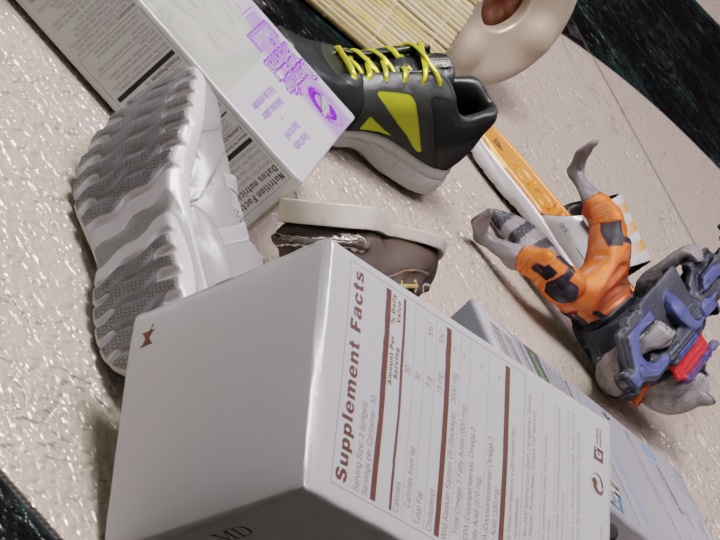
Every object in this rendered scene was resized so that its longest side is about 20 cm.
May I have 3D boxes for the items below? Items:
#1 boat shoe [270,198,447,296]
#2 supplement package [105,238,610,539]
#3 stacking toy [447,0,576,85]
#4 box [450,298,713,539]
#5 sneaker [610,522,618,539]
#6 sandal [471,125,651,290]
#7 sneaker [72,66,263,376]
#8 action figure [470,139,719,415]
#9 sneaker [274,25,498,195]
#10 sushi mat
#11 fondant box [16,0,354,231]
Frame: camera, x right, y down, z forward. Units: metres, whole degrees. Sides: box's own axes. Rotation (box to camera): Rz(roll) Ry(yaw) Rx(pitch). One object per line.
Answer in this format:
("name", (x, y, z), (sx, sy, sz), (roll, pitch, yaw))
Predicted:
("boat shoe", (0.000, 0.000, 1.254), (0.200, 0.072, 0.060), (19, 76, -75))
("supplement package", (0.005, 0.092, 0.986), (0.200, 0.117, 0.117), (33, 50, -38))
("stacking toy", (0.059, -0.244, 1.751), (0.146, 0.146, 0.200), (25, 13, -49))
("box", (0.134, 0.121, 1.330), (0.200, 0.041, 0.156), (38, 17, -29))
("sneaker", (0.066, 0.113, 1.175), (0.200, 0.078, 0.085), (48, 21, -9))
("sandal", (0.155, -0.042, 1.647), (0.207, 0.059, 0.079), (50, 21, -2))
("sneaker", (-0.087, -0.012, 1.098), (0.082, 0.075, 0.200), (42, 33, -39))
("action figure", (0.182, 0.011, 1.559), (0.200, 0.105, 0.194), (-32, 88, -44))
("sneaker", (0.010, -0.119, 1.440), (0.200, 0.085, 0.075), (24, 32, -50))
("sushi mat", (0.000, -0.214, 1.589), (0.200, 0.096, 0.012), (37, -15, -31))
("fondant box", (-0.100, -0.125, 1.262), (0.200, 0.058, 0.144), (49, 20, -7))
